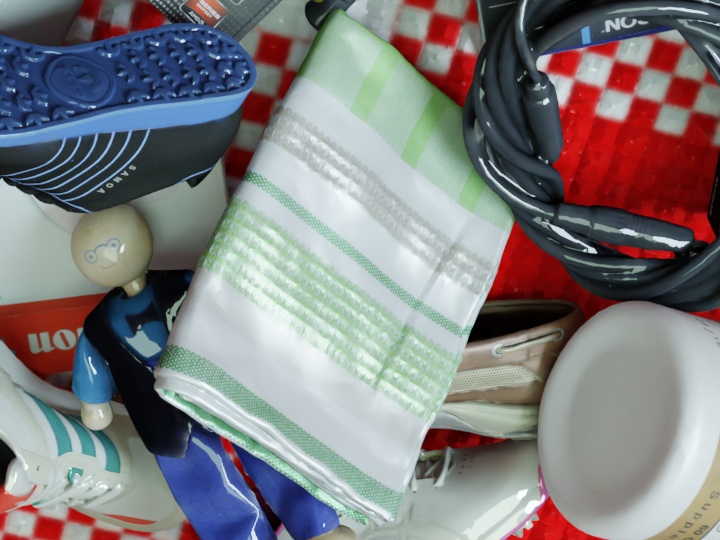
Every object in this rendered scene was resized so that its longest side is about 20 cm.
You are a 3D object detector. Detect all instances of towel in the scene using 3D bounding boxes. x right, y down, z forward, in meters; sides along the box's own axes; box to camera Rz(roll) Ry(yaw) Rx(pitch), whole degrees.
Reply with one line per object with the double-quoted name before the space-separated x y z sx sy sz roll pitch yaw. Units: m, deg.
"towel" 0.000 0.000 1.025 0.149 0.031 0.201 36 70 -31

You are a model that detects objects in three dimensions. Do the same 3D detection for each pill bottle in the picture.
"pill bottle" 0.196 0.090 1.094 0.199 0.115 0.115 15 118 -34

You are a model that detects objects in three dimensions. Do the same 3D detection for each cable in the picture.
"cable" 0.128 -0.065 1.016 0.162 0.051 0.200 -20 125 36

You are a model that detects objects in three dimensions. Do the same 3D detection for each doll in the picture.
"doll" -0.074 0.055 1.052 0.136 0.048 0.201 -28 98 20

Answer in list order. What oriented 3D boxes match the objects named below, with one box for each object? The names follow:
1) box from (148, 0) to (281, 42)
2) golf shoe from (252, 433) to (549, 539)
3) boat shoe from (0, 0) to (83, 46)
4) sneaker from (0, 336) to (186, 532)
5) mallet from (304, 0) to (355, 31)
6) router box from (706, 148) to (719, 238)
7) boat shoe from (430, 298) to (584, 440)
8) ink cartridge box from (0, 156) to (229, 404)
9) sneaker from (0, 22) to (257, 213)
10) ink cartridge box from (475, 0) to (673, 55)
"box" -0.079 -0.218 0.979 0.160 0.044 0.200 -40 112 17
"golf shoe" 0.009 0.124 1.138 0.199 0.075 0.092 -29 106 21
"boat shoe" -0.200 -0.093 0.994 0.063 0.200 0.071 32 159 20
"sneaker" -0.164 0.098 1.096 0.070 0.094 0.199 -36 125 26
"mallet" 0.046 -0.174 0.997 0.041 0.066 0.200 33 112 -28
"router box" 0.263 -0.097 1.055 0.156 0.052 0.202 5 117 -6
"boat shoe" 0.021 0.040 1.108 0.198 0.076 0.072 0 112 -12
"ink cartridge box" -0.140 -0.003 1.087 0.161 0.057 0.202 -7 113 0
"sneaker" -0.141 -0.059 0.961 0.198 0.070 0.078 -5 140 -31
"ink cartridge box" 0.095 -0.153 0.980 0.098 0.039 0.201 -12 144 3
